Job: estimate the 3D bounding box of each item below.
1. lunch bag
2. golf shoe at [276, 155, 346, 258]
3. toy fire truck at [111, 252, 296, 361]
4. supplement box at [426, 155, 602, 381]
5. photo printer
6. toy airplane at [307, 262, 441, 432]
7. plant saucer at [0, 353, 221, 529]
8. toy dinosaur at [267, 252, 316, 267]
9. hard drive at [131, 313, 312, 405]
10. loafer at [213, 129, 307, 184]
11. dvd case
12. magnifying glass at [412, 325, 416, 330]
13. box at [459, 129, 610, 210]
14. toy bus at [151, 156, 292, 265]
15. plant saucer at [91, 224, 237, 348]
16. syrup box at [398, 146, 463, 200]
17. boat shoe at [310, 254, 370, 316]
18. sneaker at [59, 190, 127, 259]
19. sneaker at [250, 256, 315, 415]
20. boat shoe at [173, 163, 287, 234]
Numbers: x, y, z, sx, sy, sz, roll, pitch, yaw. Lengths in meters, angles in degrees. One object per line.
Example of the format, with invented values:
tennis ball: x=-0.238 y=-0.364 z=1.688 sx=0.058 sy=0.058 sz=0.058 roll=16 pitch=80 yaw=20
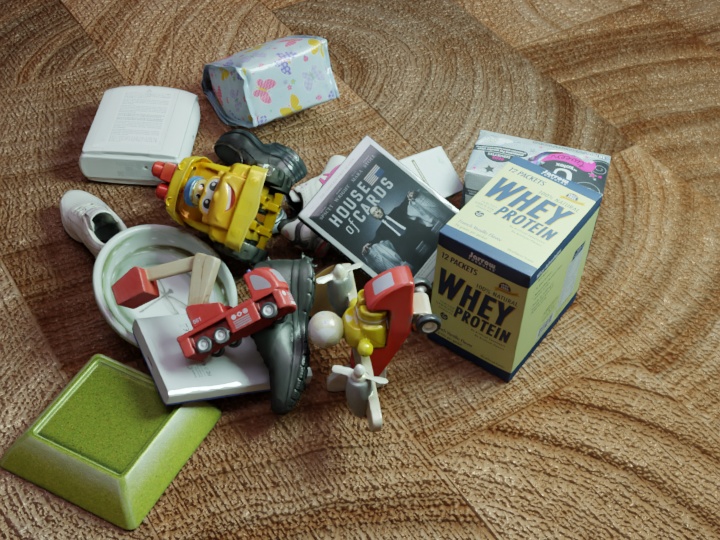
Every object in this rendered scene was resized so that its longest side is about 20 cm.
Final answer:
lunch bag: x=-0.155 y=-0.314 z=1.734 sx=0.169 sy=0.128 sz=0.200 roll=-24 pitch=25 yaw=-24
golf shoe: x=-0.063 y=-0.112 z=1.559 sx=0.092 sy=0.073 sz=0.200 roll=25 pitch=44 yaw=-9
toy fire truck: x=-0.191 y=0.032 z=1.279 sx=0.200 sy=0.049 sz=0.141 roll=-28 pitch=75 yaw=8
supplement box: x=0.202 y=-0.005 z=1.391 sx=0.134 sy=0.200 sz=0.200 roll=28 pitch=50 yaw=23
photo printer: x=-0.346 y=-0.223 z=1.671 sx=0.166 sy=0.070 sz=0.200 roll=3 pitch=44 yaw=0
toy airplane: x=-0.004 y=0.087 z=1.297 sx=0.141 sy=0.200 sz=0.200 roll=11 pitch=-2 yaw=-24
plant saucer: x=-0.304 y=0.190 z=1.277 sx=0.199 sy=0.048 sz=0.200 roll=21 pitch=48 yaw=17
toy dinosaur: x=-0.111 y=0.019 z=1.390 sx=0.047 sy=0.088 sz=0.200 roll=40 pitch=31 yaw=8
hard drive: x=-0.176 y=0.105 z=1.339 sx=0.199 sy=0.025 sz=0.132 roll=-4 pitch=45 yaw=-33
loafer: x=-0.171 y=-0.165 z=1.606 sx=0.200 sy=0.073 sz=0.072 roll=20 pitch=60 yaw=47
dvd case: x=0.037 y=-0.066 z=1.421 sx=0.200 sy=0.025 sz=0.150 roll=39 pitch=82 yaw=3
magnifying glass: x=0.052 y=0.008 z=1.497 sx=0.079 sy=0.022 sz=0.200 roll=-14 pitch=49 yaw=-13
box: x=0.254 y=-0.110 z=1.547 sx=0.199 sy=0.132 sz=0.115 roll=13 pitch=44 yaw=10
toy bus: x=-0.204 y=-0.101 z=1.436 sx=0.191 sy=0.200 sz=0.136 roll=21 pitch=89 yaw=2
plant saucer: x=-0.266 y=0.034 z=1.405 sx=0.199 sy=0.050 sz=0.201 roll=16 pitch=52 yaw=-21
syrup box: x=0.050 y=-0.110 z=1.529 sx=0.200 sy=0.079 sz=0.082 roll=-23 pitch=81 yaw=-40
boat shoe: x=0.000 y=0.000 z=1.463 sx=0.200 sy=0.071 sz=0.070 roll=-28 pitch=17 yaw=-8
sneaker: x=-0.373 y=-0.070 z=1.497 sx=0.075 sy=0.100 sz=0.200 roll=-28 pitch=51 yaw=-25
sneaker: x=-0.105 y=0.080 z=1.309 sx=0.090 sy=0.076 sz=0.201 roll=3 pitch=74 yaw=0
boat shoe: x=-0.206 y=-0.107 z=1.562 sx=0.199 sy=0.071 sz=0.072 roll=15 pitch=46 yaw=11
